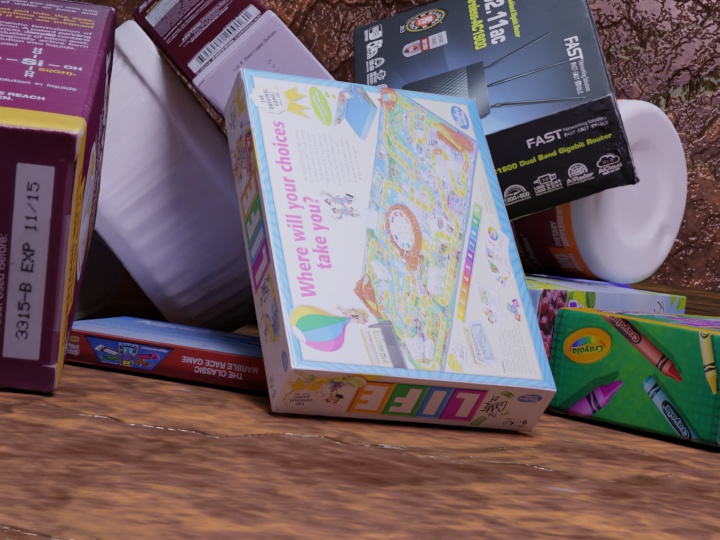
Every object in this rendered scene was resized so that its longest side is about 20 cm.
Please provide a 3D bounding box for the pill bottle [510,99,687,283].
[{"bbox_3d":[0.097,-0.056,1.241,0.200,0.114,0.114,7,2,41],"label":"pill bottle"}]

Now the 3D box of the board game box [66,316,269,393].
[{"bbox_3d":[-0.057,0.048,1.014,0.200,0.019,0.103,8,4,19],"label":"board game box"}]

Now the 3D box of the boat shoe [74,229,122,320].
[{"bbox_3d":[-0.240,-0.007,1.145,0.200,0.073,0.063,2,6,-31],"label":"boat shoe"}]

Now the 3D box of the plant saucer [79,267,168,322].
[{"bbox_3d":[-0.202,0.007,1.307,0.200,0.038,0.200,6,2,0],"label":"plant saucer"}]

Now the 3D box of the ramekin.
[{"bbox_3d":[-0.115,-0.047,1.186,0.094,0.202,0.202,-37,5,-1],"label":"ramekin"}]

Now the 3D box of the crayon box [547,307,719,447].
[{"bbox_3d":[0.212,0.059,1.060,0.200,0.058,0.119,4,4,-43],"label":"crayon box"}]

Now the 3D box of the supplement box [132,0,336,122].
[{"bbox_3d":[-0.061,-0.112,1.123,0.109,0.061,0.200,46,1,-24],"label":"supplement box"}]

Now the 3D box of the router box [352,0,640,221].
[{"bbox_3d":[0.075,-0.102,1.154,0.150,0.062,0.200,-17,31,9],"label":"router box"}]

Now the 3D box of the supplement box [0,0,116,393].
[{"bbox_3d":[-0.179,-0.045,0.924,0.103,0.131,0.200,6,24,-6],"label":"supplement box"}]

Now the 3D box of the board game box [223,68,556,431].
[{"bbox_3d":[0.010,-0.014,0.966,0.134,0.034,0.200,6,47,-20],"label":"board game box"}]

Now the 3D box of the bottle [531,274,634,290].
[{"bbox_3d":[0.154,0.032,1.401,0.083,0.065,0.200,8,3,-1],"label":"bottle"}]

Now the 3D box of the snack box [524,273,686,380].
[{"bbox_3d":[0.076,0.034,1.150,0.168,0.068,0.200,7,1,32],"label":"snack box"}]
